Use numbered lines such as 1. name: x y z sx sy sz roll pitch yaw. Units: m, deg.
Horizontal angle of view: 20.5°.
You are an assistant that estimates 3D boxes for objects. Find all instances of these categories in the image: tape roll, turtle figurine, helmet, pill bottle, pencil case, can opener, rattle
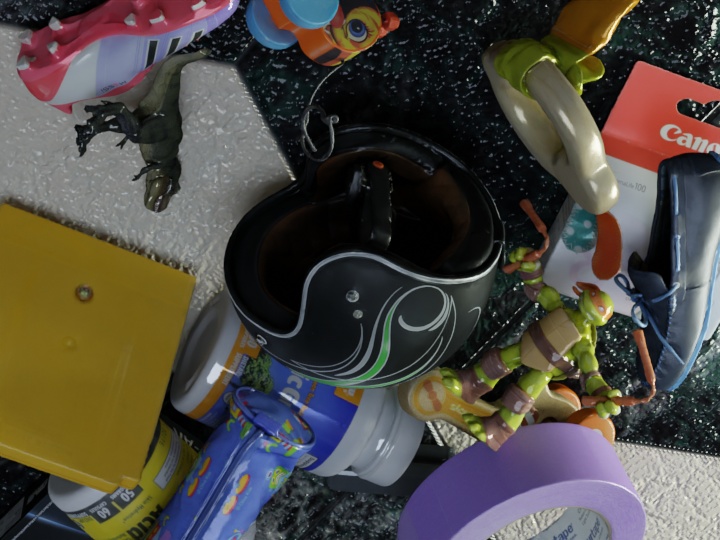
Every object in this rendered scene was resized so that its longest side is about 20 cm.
1. tape roll: 0.134 0.217 1.661 0.199 0.066 0.201 -14 139 -12
2. turtle figurine: 0.142 0.056 1.586 0.161 0.200 0.064 -40 154 17
3. helmet: 0.000 0.000 1.568 0.199 0.201 0.191 24 136 -16
4. pill bottle: -0.158 0.210 1.684 0.111 0.111 0.200 -36 116 18
5. pencil case: -0.116 0.191 1.582 0.078 0.087 0.200 32 97 0
6. can opener: 0.067 0.188 1.763 0.199 0.053 0.067 8 122 -7
7. pill bottle: -0.049 0.105 1.672 0.199 0.112 0.112 26 118 -17
8. rattle: 0.192 -0.115 1.557 0.143 0.130 0.200 -41 104 -25

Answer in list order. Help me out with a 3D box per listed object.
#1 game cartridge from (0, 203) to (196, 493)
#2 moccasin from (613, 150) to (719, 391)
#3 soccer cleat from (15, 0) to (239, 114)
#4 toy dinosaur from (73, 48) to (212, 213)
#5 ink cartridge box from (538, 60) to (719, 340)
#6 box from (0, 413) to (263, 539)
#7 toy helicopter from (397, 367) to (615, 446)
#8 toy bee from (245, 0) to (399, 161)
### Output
1. game cartridge: -0.238 0.064 1.600 0.176 0.201 0.032 22 151 -14
2. moccasin: 0.240 -0.002 1.592 0.068 0.080 0.201 3 106 -21
3. soccer cleat: -0.170 -0.176 1.518 0.199 0.067 0.076 -19 142 21
4. toy dinosaur: -0.172 -0.113 1.541 0.088 0.048 0.200 -6 151 -16
5. ink cartridge box: 0.253 -0.052 1.625 0.162 0.057 0.200 18 124 -12
6. box: -0.209 0.222 1.780 0.160 0.044 0.200 38 113 -22
7. toy helicopter: 0.108 0.140 1.681 0.200 0.079 0.133 28 95 -29
8. toy bee: -0.031 -0.195 1.497 0.108 0.131 0.201 -20 110 -36
